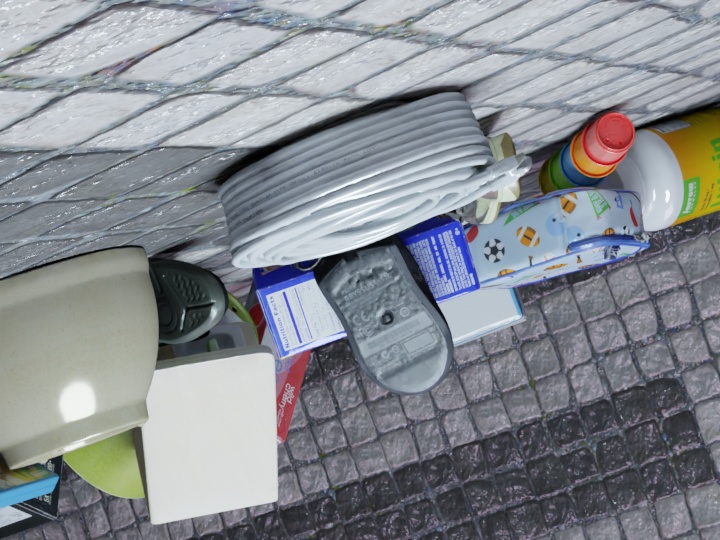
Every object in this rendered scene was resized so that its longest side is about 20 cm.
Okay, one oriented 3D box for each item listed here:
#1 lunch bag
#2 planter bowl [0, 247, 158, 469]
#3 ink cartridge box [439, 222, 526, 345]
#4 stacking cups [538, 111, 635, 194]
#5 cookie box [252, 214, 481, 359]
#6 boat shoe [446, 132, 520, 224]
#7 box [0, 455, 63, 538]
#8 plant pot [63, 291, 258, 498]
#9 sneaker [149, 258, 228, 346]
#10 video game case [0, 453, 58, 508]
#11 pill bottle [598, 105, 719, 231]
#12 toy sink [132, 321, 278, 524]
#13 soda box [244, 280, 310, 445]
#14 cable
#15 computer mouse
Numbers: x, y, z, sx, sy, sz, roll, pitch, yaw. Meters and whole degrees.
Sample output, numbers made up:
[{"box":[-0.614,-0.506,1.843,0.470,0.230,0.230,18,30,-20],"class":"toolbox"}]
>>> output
[{"box":[0.197,-0.030,1.625,0.198,0.076,0.160,-15,171,29],"class":"lunch bag"},{"box":[-0.247,0.079,1.276,0.198,0.136,0.200,-19,175,-2],"class":"planter bowl"},{"box":[0.120,0.018,2.014,0.145,0.148,0.200,-21,175,7],"class":"ink cartridge box"},{"box":[0.227,-0.117,1.572,0.060,0.061,0.200,-19,170,-11],"class":"stacking cups"},{"box":[0.000,0.000,1.509,0.198,0.076,0.171,-19,-167,-1],"class":"cookie box"},{"box":[0.088,-0.077,1.341,0.065,0.073,0.201,-6,177,-6],"class":"boat shoe"},{"box":[-0.364,0.162,1.441,0.199,0.165,0.086,-22,142,32],"class":"box"},{"box":[-0.205,0.107,1.652,0.200,0.188,0.187,-39,166,29],"class":"plant pot"},{"box":[-0.162,0.027,1.416,0.114,0.077,0.199,-18,178,-41],"class":"sneaker"},{"box":[-0.355,0.132,1.275,0.018,0.199,0.143,-63,167,7],"class":"video game case"},{"box":[0.340,-0.107,1.740,0.198,0.112,0.111,-17,175,-28],"class":"pill bottle"},{"box":[-0.154,0.126,1.520,0.129,0.112,0.202,-10,130,-12],"class":"toy sink"},{"box":[-0.102,0.098,1.757,0.070,0.202,0.063,34,142,-28],"class":"soda box"},{"box":[-0.004,-0.061,1.117,0.199,0.070,0.199,-14,173,-44],"class":"cable"},{"box":[0.020,0.014,1.398,0.137,0.202,0.053,-22,-164,11],"class":"computer mouse"}]
